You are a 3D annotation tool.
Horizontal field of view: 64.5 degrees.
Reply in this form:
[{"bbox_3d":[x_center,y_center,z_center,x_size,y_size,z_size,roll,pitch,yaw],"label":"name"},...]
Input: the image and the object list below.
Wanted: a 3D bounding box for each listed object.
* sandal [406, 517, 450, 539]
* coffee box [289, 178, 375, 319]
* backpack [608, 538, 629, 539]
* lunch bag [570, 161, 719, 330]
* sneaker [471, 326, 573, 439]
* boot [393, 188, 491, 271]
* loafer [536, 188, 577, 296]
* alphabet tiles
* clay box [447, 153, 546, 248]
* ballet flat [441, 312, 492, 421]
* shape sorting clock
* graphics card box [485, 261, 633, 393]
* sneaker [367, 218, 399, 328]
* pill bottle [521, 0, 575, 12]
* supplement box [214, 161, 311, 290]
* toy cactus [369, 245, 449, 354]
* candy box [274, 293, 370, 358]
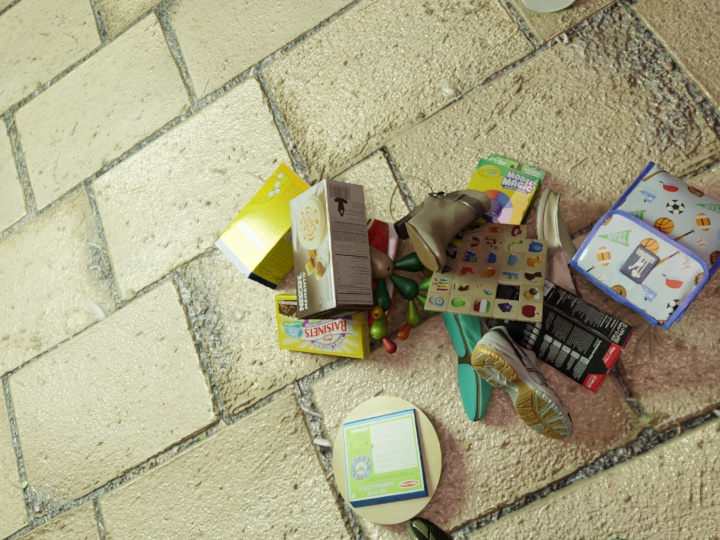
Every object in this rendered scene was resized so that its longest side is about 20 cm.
[{"bbox_3d":[0.131,0.472,0.864,0.057,0.079,0.202,-45,67,18],"label":"sandal"},{"bbox_3d":[-0.048,-0.029,0.919,0.114,0.079,0.204,-20,71,51],"label":"coffee box"},{"bbox_3d":[0.366,0.474,0.749,0.180,0.135,0.202,22,82,22],"label":"backpack"},{"bbox_3d":[0.434,-0.033,0.839,0.200,0.124,0.170,-44,64,-12],"label":"lunch bag"},{"bbox_3d":[0.263,0.168,0.882,0.200,0.088,0.075,48,135,-5],"label":"sneaker"},{"bbox_3d":[0.141,-0.077,0.900,0.144,0.071,0.200,-25,29,-6],"label":"boot"},{"bbox_3d":[0.321,-0.033,0.927,0.067,0.076,0.204,-1,85,17],"label":"loafer"},{"bbox_3d":[0.197,-0.006,0.870,0.164,0.008,0.202,5,46,18],"label":"alphabet tiles"},{"bbox_3d":[0.231,-0.106,0.987,0.114,0.048,0.202,23,86,23],"label":"clay box"},{"bbox_3d":[0.188,0.141,0.925,0.069,0.067,0.203,-13,90,-17],"label":"ballet flat"},{"bbox_3d":[0.042,0.313,0.951,0.197,0.039,0.203,-11,65,24],"label":"shape sorting clock"},{"bbox_3d":[0.296,0.086,0.874,0.198,0.126,0.051,31,56,24],"label":"graphics card box"},{"bbox_3d":[0.000,0.000,1.001,0.114,0.078,0.203,13,65,-15],"label":"sneaker"},{"bbox_3d":[0.348,-0.590,1.034,0.111,0.113,0.204,1,76,19],"label":"pill bottle"},{"bbox_3d":[-0.157,-0.081,1.084,0.109,0.109,0.200,42,92,23],"label":"supplement box"},{"bbox_3d":[0.060,0.018,0.931,0.164,0.102,0.201,38,80,9],"label":"toy cactus"},{"bbox_3d":[-0.071,0.095,1.009,0.198,0.026,0.104,0,99,36],"label":"candy box"}]
